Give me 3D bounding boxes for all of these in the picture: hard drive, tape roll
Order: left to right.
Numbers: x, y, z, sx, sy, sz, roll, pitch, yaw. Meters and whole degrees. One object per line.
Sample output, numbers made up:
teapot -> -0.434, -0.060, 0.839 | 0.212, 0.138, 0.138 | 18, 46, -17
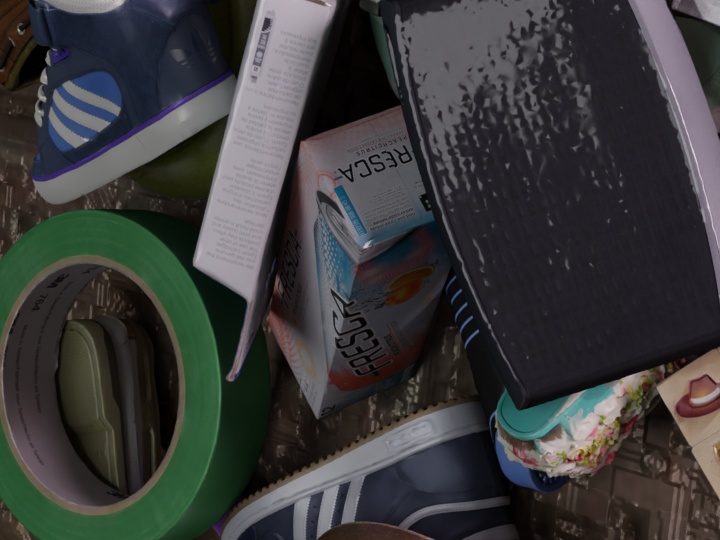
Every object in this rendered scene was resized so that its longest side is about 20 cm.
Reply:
tape roll -> -0.143, 0.065, 1.110 | 0.199, 0.048, 0.202 | 1, 92, 36
hard drive -> 0.091, -0.048, 0.853 | 0.134, 0.042, 0.201 | -19, 90, 14

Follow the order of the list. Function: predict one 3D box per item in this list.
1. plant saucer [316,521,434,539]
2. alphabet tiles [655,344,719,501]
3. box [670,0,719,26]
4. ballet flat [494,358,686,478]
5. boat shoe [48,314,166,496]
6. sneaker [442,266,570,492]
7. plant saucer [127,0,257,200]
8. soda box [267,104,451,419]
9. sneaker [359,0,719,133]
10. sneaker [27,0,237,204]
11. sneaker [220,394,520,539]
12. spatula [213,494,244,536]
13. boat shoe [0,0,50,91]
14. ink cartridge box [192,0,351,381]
plant saucer -> 0.042, 0.217, 0.992 | 0.200, 0.034, 0.201 | 29, 143, 25
alphabet tiles -> 0.237, 0.042, 0.834 | 0.199, 0.008, 0.168 | -33, 72, 15
box -> 0.249, -0.151, 0.800 | 0.199, 0.048, 0.159 | 25, 112, 24
ballet flat -> 0.144, 0.020, 0.918 | 0.200, 0.064, 0.076 | -47, 41, 6
boat shoe -> -0.151, 0.129, 1.193 | 0.074, 0.068, 0.202 | 2, 95, 37
sneaker -> 0.075, 0.012, 0.987 | 0.078, 0.070, 0.202 | -2, 86, 43
plant saucer -> -0.119, -0.143, 1.163 | 0.199, 0.031, 0.202 | 6, 99, 40
soda box -> 0.000, 0.000, 0.988 | 0.069, 0.063, 0.200 | 61, 161, 22
sneaker -> 0.085, -0.118, 0.899 | 0.199, 0.118, 0.074 | 9, 61, 27
sneaker -> -0.155, -0.129, 1.084 | 0.200, 0.080, 0.147 | -18, 105, 53
sneaker -> 0.006, 0.155, 1.058 | 0.199, 0.070, 0.109 | -32, 72, 36
spatula -> -0.074, 0.081, 1.129 | 0.056, 0.020, 0.201 | 33, 125, 42
boat shoe -> -0.163, -0.166, 1.139 | 0.200, 0.072, 0.068 | -23, 84, 50
ink cartridge box -> -0.047, -0.069, 1.010 | 0.040, 0.200, 0.201 | 15, 108, 0
